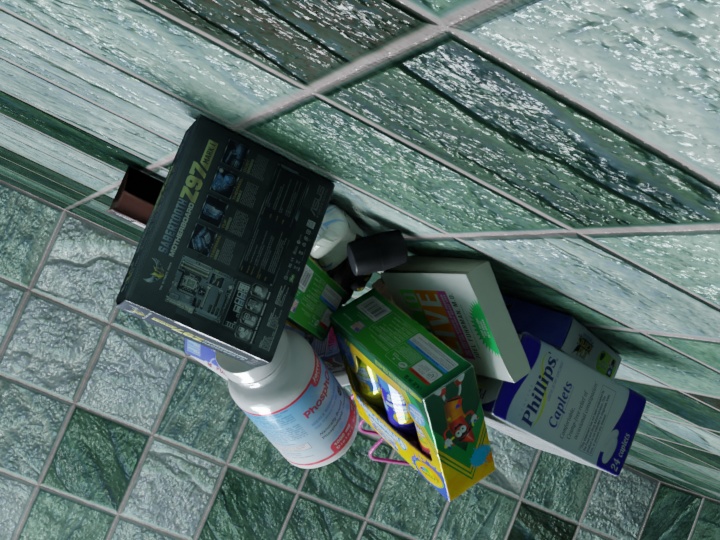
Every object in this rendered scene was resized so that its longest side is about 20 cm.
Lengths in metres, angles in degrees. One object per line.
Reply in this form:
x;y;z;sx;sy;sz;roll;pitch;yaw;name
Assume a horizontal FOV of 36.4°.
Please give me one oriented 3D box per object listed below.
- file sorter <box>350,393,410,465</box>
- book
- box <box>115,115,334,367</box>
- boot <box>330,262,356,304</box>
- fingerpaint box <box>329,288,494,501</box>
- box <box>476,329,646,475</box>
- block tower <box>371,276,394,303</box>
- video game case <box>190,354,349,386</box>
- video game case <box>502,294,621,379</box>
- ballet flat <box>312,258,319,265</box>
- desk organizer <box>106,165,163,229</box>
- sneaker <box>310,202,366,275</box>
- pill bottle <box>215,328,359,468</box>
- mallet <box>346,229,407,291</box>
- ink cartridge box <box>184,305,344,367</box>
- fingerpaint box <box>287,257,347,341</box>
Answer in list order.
0.055;0.164;1.579;0.138;0.126;0.201;17;-143;-40;file sorter
0.109;0.053;1.255;0.200;0.048;0.135;2;118;66;book
-0.130;-0.027;1.077;0.157;0.202;0.051;25;161;-19;box
-0.078;-0.016;1.495;0.157;0.080;0.211;23;174;2;boot
0.058;0.143;1.278;0.200;0.073;0.168;38;152;47;fingerpaint box
0.209;0.152;1.342;0.199;0.106;0.184;27;171;-22;box
0.083;0.097;1.502;0.201;0.054;0.058;57;-164;24;block tower
-0.098;0.119;1.465;0.199;0.023;0.182;-8;-159;-37;video game case
0.212;0.078;1.405;0.199;0.046;0.181;18;171;37;video game case
-0.129;-0.060;1.386;0.199;0.072;0.072;25;173;9;ballet flat
-0.269;-0.081;1.636;0.199;0.078;0.072;26;173;-19;desk organizer
-0.040;-0.043;1.259;0.073;0.072;0.200;51;180;12;sneaker
-0.086;0.139;1.277;0.108;0.109;0.200;18;153;38;pill bottle
0.000;0.000;1.282;0.065;0.042;0.200;-13;169;-17;mallet
-0.135;0.079;1.419;0.136;0.077;0.199;18;-159;37;ink cartridge box
-0.123;0.003;1.272;0.166;0.074;0.200;24;173;17;fingerpaint box
